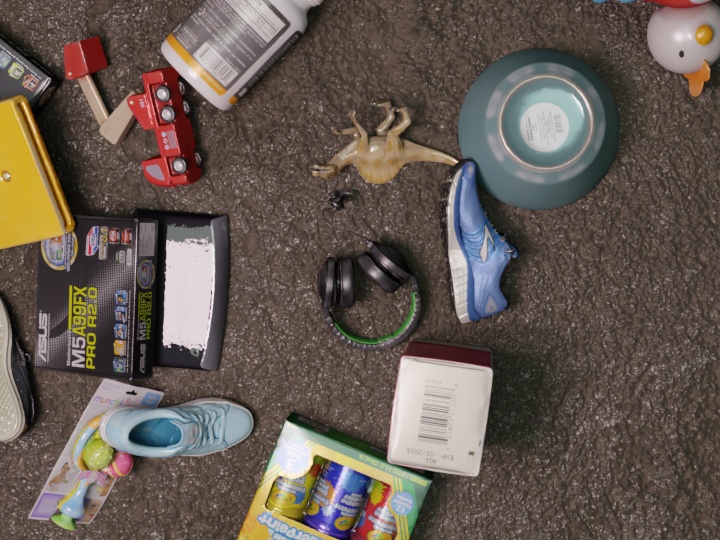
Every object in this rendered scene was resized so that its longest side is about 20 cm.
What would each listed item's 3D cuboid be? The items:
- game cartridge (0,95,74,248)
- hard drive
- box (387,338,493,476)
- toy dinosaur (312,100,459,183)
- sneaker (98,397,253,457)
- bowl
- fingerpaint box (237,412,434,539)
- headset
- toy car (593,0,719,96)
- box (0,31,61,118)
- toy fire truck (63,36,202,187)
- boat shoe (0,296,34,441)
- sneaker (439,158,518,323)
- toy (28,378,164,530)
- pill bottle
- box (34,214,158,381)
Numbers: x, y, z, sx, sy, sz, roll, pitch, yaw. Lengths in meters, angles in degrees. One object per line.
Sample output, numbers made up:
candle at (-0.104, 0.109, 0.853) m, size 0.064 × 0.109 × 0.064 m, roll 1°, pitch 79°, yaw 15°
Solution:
game cartridge at (-0.467, -0.112, 1.695) m, size 0.199 × 0.032 × 0.177 m, roll -9°, pitch 108°, yaw 28°
hard drive at (-0.237, 0.025, 1.731) m, size 0.134 × 0.042 × 0.201 m, roll 5°, pitch 93°, yaw 5°
box at (0.098, 0.158, 1.629) m, size 0.109 × 0.200 × 0.128 m, roll 8°, pitch 93°, yaw 5°
toy dinosaur at (0.035, -0.157, 1.703) m, size 0.199 × 0.058 × 0.101 m, roll -4°, pitch 109°, yaw -7°
sneaker at (-0.215, 0.201, 1.680) m, size 0.199 × 0.082 × 0.074 m, roll -3°, pitch 100°, yaw -29°
bowl at (0.220, -0.175, 1.648) m, size 0.200 × 0.105 × 0.202 m, roll 0°, pitch 90°, yaw 2°
fingerpaint box at (-0.030, 0.294, 1.710) m, size 0.199 × 0.073 × 0.167 m, roll 23°, pitch 94°, yaw 4°
headset at (0.000, 0.000, 1.708) m, size 0.123 × 0.094 × 0.201 m, roll -20°, pitch 106°, yaw 1°
toy car at (0.387, -0.302, 1.610) m, size 0.184 × 0.177 × 0.201 m, roll -20°, pitch 104°, yaw -6°
box at (-0.506, -0.240, 1.738) m, size 0.200 × 0.049 × 0.161 m, roll 39°, pitch 99°, yaw 2°
toy fire truck at (-0.284, -0.198, 1.713) m, size 0.141 × 0.049 × 0.201 m, roll -6°, pitch 104°, yaw 23°
boat shoe at (-0.462, 0.122, 1.747) m, size 0.074 × 0.062 × 0.201 m, roll -20°, pitch 76°, yaw 10°
sneaker at (0.147, -0.039, 1.686) m, size 0.089 × 0.079 × 0.201 m, roll -8°, pitch 101°, yaw -2°
toy at (-0.320, 0.239, 1.711) m, size 0.047 × 0.115 × 0.200 m, roll 37°, pitch 98°, yaw 33°
pill bottle at (-0.138, -0.302, 1.671) m, size 0.116 × 0.116 × 0.200 m, roll 45°, pitch 94°, yaw 2°
box at (-0.331, 0.031, 1.709) m, size 0.160 × 0.044 × 0.201 m, roll 5°, pitch 93°, yaw 28°
